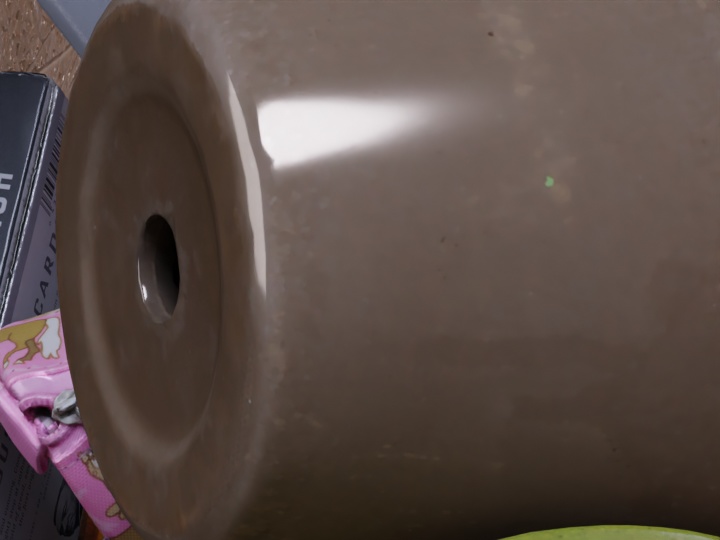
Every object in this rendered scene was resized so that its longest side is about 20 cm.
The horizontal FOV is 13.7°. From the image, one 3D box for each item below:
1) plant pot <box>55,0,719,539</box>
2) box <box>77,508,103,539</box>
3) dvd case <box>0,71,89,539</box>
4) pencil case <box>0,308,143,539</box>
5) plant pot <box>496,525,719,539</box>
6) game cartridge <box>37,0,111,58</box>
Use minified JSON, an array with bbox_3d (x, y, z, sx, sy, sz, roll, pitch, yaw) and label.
[{"bbox_3d":[0.038,-0.004,0.603,0.200,0.174,0.202,16,108,63],"label":"plant pot"},{"bbox_3d":[-0.008,0.098,0.843,0.199,0.039,0.138,2,80,47],"label":"box"},{"bbox_3d":[-0.093,0.047,0.905,0.200,0.025,0.151,65,-146,-69],"label":"dvd case"},{"bbox_3d":[0.000,0.000,0.783,0.199,0.083,0.087,-33,27,11],"label":"pencil case"},{"bbox_3d":[0.049,0.153,0.508,0.194,0.199,0.201,-99,26,-48],"label":"plant pot"},{"bbox_3d":[-0.005,-0.100,0.865,0.200,0.040,0.134,-41,83,33],"label":"game cartridge"}]
